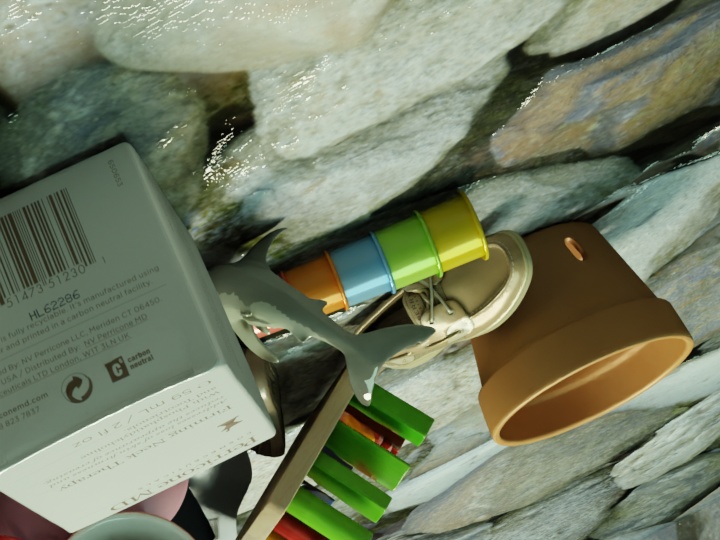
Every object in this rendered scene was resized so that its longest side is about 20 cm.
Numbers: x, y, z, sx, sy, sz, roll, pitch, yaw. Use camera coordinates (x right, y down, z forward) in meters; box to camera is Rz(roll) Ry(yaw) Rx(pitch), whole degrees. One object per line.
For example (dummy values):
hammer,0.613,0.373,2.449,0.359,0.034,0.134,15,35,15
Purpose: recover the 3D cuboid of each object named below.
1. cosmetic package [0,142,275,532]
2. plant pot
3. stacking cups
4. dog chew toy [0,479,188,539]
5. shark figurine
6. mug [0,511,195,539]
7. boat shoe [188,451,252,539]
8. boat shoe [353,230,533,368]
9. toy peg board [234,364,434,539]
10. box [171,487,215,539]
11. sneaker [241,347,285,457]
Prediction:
cosmetic package,-0.173,0.050,1.288,0.167,0.167,0.200,-26,162,-1
plant pot,0.180,0.050,1.767,0.199,0.140,0.200,-23,160,-9
stacking cups,0.000,0.000,1.541,0.199,0.061,0.061,-22,160,-7
dog chew toy,-0.240,0.182,1.623,0.199,0.125,0.124,-27,162,25
shark figurine,-0.059,0.013,1.440,0.090,0.214,0.128,-58,136,-22
mug,-0.201,0.261,1.564,0.133,0.178,0.200,-38,171,-18
boat shoe,-0.143,0.209,1.879,0.073,0.068,0.200,-11,134,-10
boat shoe,0.068,0.032,1.685,0.064,0.072,0.200,-6,154,-46
toy peg board,-0.029,0.202,1.805,0.200,0.098,0.199,-58,180,-36
box,-0.250,0.265,1.766,0.199,0.105,0.148,-30,-175,16
sneaker,-0.109,0.114,1.713,0.075,0.071,0.200,-6,156,1
